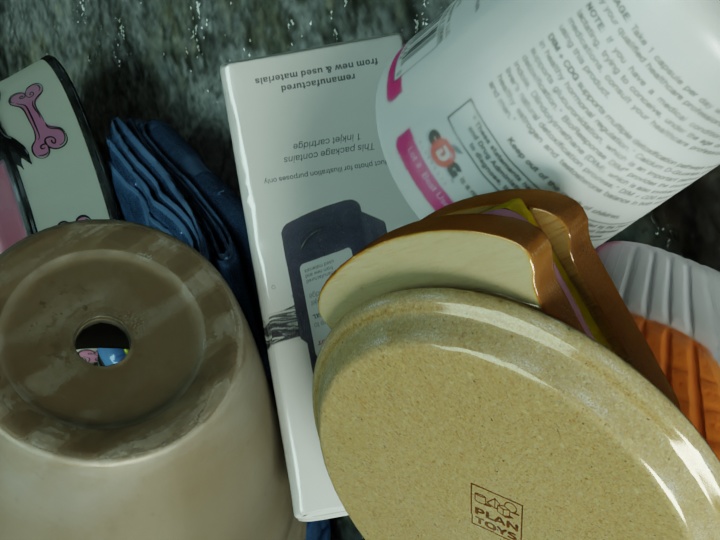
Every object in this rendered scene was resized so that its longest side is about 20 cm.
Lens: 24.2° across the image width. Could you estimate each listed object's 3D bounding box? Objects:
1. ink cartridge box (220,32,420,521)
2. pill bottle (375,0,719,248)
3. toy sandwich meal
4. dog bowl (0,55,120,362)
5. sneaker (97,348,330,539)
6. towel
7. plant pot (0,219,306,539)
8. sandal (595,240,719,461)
[{"bbox_3d":[0.000,0.000,0.777,0.145,0.084,0.200,-41,-58,-84],"label":"ink cartridge box"},{"bbox_3d":[0.107,-0.089,0.630,0.200,0.113,0.114,-37,69,41],"label":"pill bottle"},{"bbox_3d":[0.065,0.065,0.639,0.205,0.070,0.205,23,138,23],"label":"toy sandwich meal"},{"bbox_3d":[-0.203,-0.029,1.055,0.200,0.074,0.201,164,90,-74],"label":"dog bowl"},{"bbox_3d":[-0.086,0.110,0.983,0.200,0.071,0.083,52,153,13],"label":"sneaker"},{"bbox_3d":[-0.091,-0.006,0.937,0.200,0.048,0.112,44,153,54],"label":"towel"},{"bbox_3d":[-0.113,0.073,0.746,0.200,0.200,0.174,59,156,25],"label":"plant pot"},{"bbox_3d":[0.161,0.052,0.644,0.206,0.059,0.079,23,91,40],"label":"sandal"}]
